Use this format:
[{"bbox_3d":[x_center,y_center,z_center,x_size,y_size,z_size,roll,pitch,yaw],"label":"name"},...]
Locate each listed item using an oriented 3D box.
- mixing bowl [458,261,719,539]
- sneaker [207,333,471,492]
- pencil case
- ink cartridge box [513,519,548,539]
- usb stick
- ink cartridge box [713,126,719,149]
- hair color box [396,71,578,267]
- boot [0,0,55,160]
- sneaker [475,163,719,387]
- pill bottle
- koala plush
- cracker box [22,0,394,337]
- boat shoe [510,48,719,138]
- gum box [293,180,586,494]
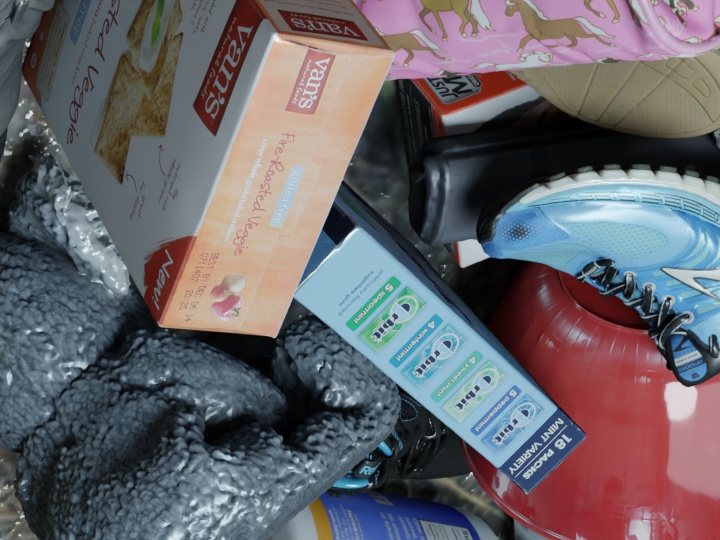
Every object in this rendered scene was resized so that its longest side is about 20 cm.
[{"bbox_3d":[0.147,0.037,1.190,0.200,0.200,0.108,-20,135,-16],"label":"mixing bowl"},{"bbox_3d":[0.003,0.089,1.232,0.200,0.082,0.073,10,117,-37],"label":"sneaker"},{"bbox_3d":[0.056,-0.120,0.946,0.086,0.200,0.083,-4,93,-49],"label":"pencil case"},{"bbox_3d":[0.157,0.140,1.312,0.084,0.145,0.200,-27,135,-24],"label":"ink cartridge box"},{"bbox_3d":[0.114,-0.049,1.136,0.200,0.033,0.056,-9,121,-25],"label":"usb stick"},{"bbox_3d":[0.281,-0.104,1.147,0.145,0.084,0.200,36,85,-45],"label":"ink cartridge box"},{"bbox_3d":[0.122,-0.088,1.176,0.200,0.061,0.102,-22,134,-13],"label":"hair color box"},{"bbox_3d":[-0.194,-0.080,0.946,0.200,0.070,0.132,-40,163,-56],"label":"boot"},{"bbox_3d":[0.148,0.006,1.079,0.200,0.078,0.090,12,82,-14],"label":"sneaker"},{"bbox_3d":[0.011,0.176,1.285,0.200,0.112,0.112,15,116,-38],"label":"pill bottle"},{"bbox_3d":[-0.119,0.057,1.075,0.177,0.200,0.184,-45,173,21],"label":"koala plush"},{"bbox_3d":[-0.069,-0.084,0.970,0.058,0.200,0.134,6,121,-31],"label":"cracker box"},{"bbox_3d":[0.085,-0.122,1.084,0.200,0.065,0.072,18,134,-12],"label":"boat shoe"},{"bbox_3d":[0.000,0.000,1.097,0.045,0.170,0.200,-46,134,4],"label":"gum box"}]
